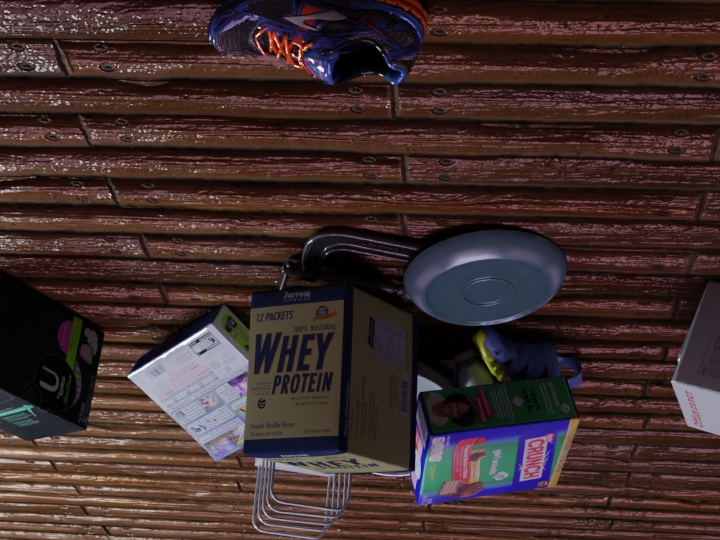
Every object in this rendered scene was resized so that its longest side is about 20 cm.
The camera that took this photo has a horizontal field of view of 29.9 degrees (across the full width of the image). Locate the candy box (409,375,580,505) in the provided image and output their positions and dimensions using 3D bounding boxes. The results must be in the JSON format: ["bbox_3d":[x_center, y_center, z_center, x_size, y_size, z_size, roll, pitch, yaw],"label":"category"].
[{"bbox_3d":[0.169,0.222,1.755,0.197,0.078,0.170,-7,141,-10],"label":"candy box"}]

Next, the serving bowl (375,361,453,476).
[{"bbox_3d":[0.043,0.186,1.832,0.197,0.066,0.202,3,129,4],"label":"serving bowl"}]

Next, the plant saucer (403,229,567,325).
[{"bbox_3d":[0.151,0.017,1.615,0.197,0.028,0.201,-3,149,-2],"label":"plant saucer"}]

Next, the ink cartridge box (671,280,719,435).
[{"bbox_3d":[0.492,0.124,1.608,0.198,0.146,0.146,14,158,28],"label":"ink cartridge box"}]

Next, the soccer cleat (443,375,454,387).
[{"bbox_3d":[0.099,0.175,1.899,0.197,0.071,0.086,14,151,-16],"label":"soccer cleat"}]

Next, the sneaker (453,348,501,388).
[{"bbox_3d":[0.169,0.172,1.854,0.074,0.089,0.201,-21,151,-4],"label":"sneaker"}]

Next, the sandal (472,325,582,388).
[{"bbox_3d":[0.226,0.123,1.798,0.087,0.080,0.199,-44,128,12],"label":"sandal"}]

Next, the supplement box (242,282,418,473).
[{"bbox_3d":[-0.031,0.137,1.652,0.133,0.203,0.199,-6,163,28],"label":"supplement box"}]

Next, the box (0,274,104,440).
[{"bbox_3d":[-0.460,0.120,1.793,0.123,0.150,0.200,-14,147,32],"label":"box"}]

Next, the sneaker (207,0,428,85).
[{"bbox_3d":[-0.039,-0.206,1.196,0.197,0.079,0.076,1,152,6],"label":"sneaker"}]

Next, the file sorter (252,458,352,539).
[{"bbox_3d":[-0.094,0.345,2.180,0.137,0.126,0.200,9,154,-10],"label":"file sorter"}]

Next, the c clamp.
[{"bbox_3d":[0.000,0.000,1.641,0.197,0.027,0.172,8,147,-3],"label":"c clamp"}]

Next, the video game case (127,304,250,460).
[{"bbox_3d":[-0.192,0.157,1.842,0.199,0.046,0.181,-30,111,39],"label":"video game case"}]
